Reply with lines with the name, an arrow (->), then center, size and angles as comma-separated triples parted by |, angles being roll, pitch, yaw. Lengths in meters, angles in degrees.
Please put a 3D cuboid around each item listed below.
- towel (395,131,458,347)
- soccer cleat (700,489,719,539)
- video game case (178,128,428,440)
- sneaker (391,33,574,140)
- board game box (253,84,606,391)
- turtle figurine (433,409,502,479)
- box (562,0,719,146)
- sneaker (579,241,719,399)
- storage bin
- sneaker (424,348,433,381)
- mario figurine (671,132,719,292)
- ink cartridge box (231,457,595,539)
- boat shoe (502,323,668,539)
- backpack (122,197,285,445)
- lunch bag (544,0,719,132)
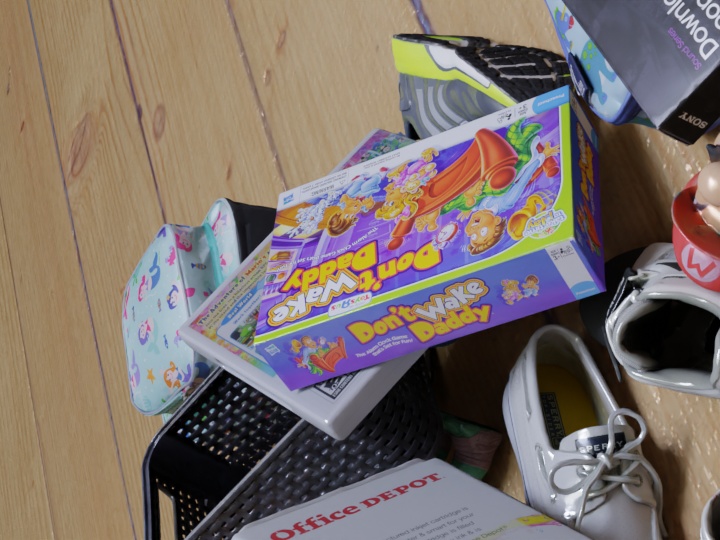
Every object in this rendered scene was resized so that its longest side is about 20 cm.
towel -> 0.034, -0.026, 1.077 | 0.112, 0.049, 0.200 | -44, 33, -5
soccer cleat -> 0.188, 0.140, 0.763 | 0.200, 0.085, 0.069 | -63, 35, 38
video game case -> 0.000, 0.000, 1.003 | 0.200, 0.024, 0.182 | -47, 36, -14
sneaker -> 0.080, -0.108, 1.045 | 0.200, 0.074, 0.081 | -143, 51, -66
board game box -> 0.041, -0.019, 0.929 | 0.200, 0.045, 0.135 | -19, 39, 22
turtle figurine -> 0.030, 0.191, 1.059 | 0.150, 0.101, 0.200 | 13, 83, 48
box -> 0.175, -0.176, 0.721 | 0.200, 0.036, 0.143 | -49, 50, 26
sneaker -> 0.159, 0.024, 0.838 | 0.200, 0.088, 0.074 | -165, 78, -64
storage bin -> -0.050, 0.119, 1.064 | 0.200, 0.094, 0.135 | -46, 28, 20
sneaker -> -0.013, 0.040, 1.172 | 0.076, 0.087, 0.200 | -60, 37, 41
mario figurine -> 0.203, -0.071, 0.733 | 0.124, 0.106, 0.200 | -89, 23, -58
ink cartridge box -> 0.047, 0.183, 0.820 | 0.200, 0.146, 0.083 | 22, 122, 52
boat shoe -> 0.132, 0.111, 0.886 | 0.086, 0.075, 0.202 | 97, 165, -48
backpack -> -0.116, 0.056, 1.322 | 0.200, 0.150, 0.178 | 126, 138, -54
lunch bag -> 0.175, -0.182, 0.840 | 0.200, 0.082, 0.161 | -56, 37, 43
